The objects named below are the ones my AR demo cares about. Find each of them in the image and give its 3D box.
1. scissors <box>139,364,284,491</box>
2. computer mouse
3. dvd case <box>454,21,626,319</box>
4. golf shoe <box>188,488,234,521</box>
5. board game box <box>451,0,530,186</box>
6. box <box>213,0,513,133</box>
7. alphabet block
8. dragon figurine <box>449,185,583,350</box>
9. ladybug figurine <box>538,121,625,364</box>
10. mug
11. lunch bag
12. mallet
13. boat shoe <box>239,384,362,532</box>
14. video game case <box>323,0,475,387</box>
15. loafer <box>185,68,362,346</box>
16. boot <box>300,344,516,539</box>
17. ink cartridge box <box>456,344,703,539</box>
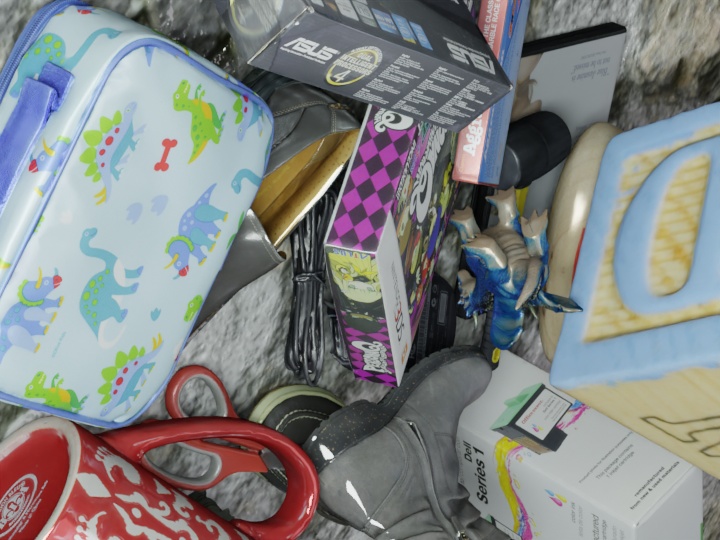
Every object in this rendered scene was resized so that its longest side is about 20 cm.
[{"bbox_3d":[-0.058,0.120,1.201,0.199,0.014,0.074,30,79,-38],"label":"scissors"},{"bbox_3d":[0.000,0.000,1.236,0.200,0.046,0.142,2,91,-59],"label":"computer mouse"},{"bbox_3d":[0.128,-0.072,1.380,0.142,0.017,0.201,-20,127,-48],"label":"dvd case"},{"bbox_3d":[-0.118,0.234,1.195,0.088,0.077,0.201,-11,120,-43],"label":"golf shoe"},{"bbox_3d":[0.088,-0.153,1.199,0.103,0.019,0.201,-7,107,-80],"label":"board game box"},{"bbox_3d":[-0.020,-0.160,0.992,0.049,0.162,0.200,-37,155,24],"label":"box"},{"bbox_3d":[0.271,0.018,1.241,0.199,0.196,0.196,30,66,-29],"label":"alphabet block"},{"bbox_3d":[0.102,0.011,1.225,0.059,0.200,0.100,-25,111,-7],"label":"dragon figurine"},{"bbox_3d":[0.177,-0.010,1.384,0.136,0.072,0.201,-54,153,-46],"label":"ladybug figurine"},{"bbox_3d":[-0.120,0.160,1.072,0.200,0.133,0.178,40,42,-32],"label":"mug"},{"bbox_3d":[-0.139,-0.028,0.981,0.161,0.082,0.201,23,92,-58],"label":"lunch bag"},{"bbox_3d":[0.096,-0.012,1.330,0.066,0.041,0.201,-21,131,-47],"label":"mallet"},{"bbox_3d":[-0.006,0.133,1.285,0.072,0.066,0.201,-57,145,-4],"label":"boat shoe"},{"bbox_3d":[0.029,-0.057,1.145,0.182,0.036,0.201,80,25,-62],"label":"video game case"},{"bbox_3d":[-0.073,-0.022,1.084,0.201,0.072,0.073,-59,146,-8],"label":"loafer"},{"bbox_3d":[0.051,0.131,1.206,0.200,0.132,0.070,-29,161,-49],"label":"boot"},{"bbox_3d":[0.145,0.162,1.395,0.084,0.199,0.145,-38,139,-29],"label":"ink cartridge box"}]
